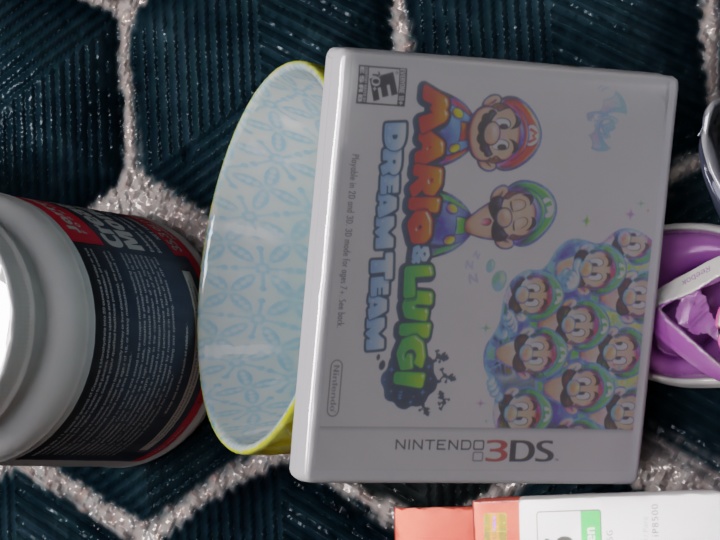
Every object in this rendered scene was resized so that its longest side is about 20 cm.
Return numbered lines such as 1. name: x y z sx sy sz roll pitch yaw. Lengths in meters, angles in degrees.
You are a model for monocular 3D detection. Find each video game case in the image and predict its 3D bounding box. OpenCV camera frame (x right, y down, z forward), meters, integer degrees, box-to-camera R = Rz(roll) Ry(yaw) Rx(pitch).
1. video game case: 0.060 0.001 1.271 0.024 0.182 0.200 16 102 63

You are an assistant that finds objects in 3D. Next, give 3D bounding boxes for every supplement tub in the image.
1. supplement tub: -0.173 0.033 1.415 0.140 0.200 0.141 -3 85 28

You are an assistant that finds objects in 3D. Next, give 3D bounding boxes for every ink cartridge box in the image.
1. ink cartridge box: 0.097 0.166 1.342 0.200 0.050 0.109 -4 84 28

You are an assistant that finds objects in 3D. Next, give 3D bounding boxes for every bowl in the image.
1. bowl: 0.000 0.000 1.363 0.200 0.108 0.200 -172 90 -68

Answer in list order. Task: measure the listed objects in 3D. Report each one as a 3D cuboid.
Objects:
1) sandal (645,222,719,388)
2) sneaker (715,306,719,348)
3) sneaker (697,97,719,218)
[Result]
1. sandal: 0.188 0.022 1.304 0.202 0.050 0.083 12 90 30
2. sneaker: 0.236 0.073 1.186 0.088 0.081 0.200 -41 64 32
3. sneaker: 0.197 -0.093 1.258 0.070 0.109 0.200 -1 73 15
